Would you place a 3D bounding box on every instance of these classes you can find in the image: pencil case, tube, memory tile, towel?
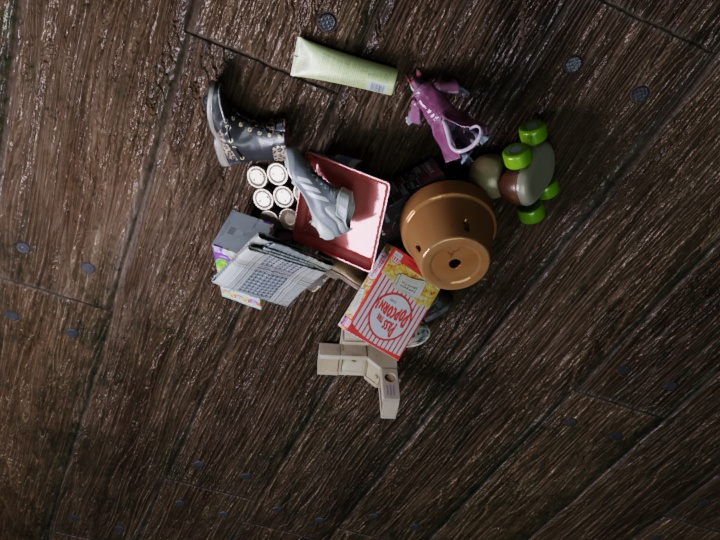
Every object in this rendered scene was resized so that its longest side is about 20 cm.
[{"bbox_3d":[0.105,0.087,1.762,0.077,0.201,0.090,8,129,-19],"label":"pencil case"},{"bbox_3d":[-0.029,-0.382,1.451,0.199,0.058,0.052,13,174,-4],"label":"tube"},{"bbox_3d":[-0.139,-0.162,1.622,0.199,0.017,0.154,-6,111,23],"label":"memory tile"},{"bbox_3d":[-0.182,0.007,1.597,0.192,0.035,0.200,21,139,-29],"label":"towel"}]

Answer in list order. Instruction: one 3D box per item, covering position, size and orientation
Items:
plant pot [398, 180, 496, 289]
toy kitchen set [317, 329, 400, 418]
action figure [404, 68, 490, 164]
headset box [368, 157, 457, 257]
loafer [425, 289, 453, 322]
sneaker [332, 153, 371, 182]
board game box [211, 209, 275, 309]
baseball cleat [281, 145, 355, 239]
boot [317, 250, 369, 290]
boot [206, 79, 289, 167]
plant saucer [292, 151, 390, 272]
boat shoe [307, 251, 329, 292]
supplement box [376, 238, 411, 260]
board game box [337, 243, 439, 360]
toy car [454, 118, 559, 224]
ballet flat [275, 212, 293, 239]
[{"bbox_3d":[0.179,-0.057,1.524,0.198,0.141,0.201,-1,133,-1],"label":"plant pot"},{"bbox_3d":[-0.004,0.245,1.921,0.198,0.181,0.164,3,131,-6],"label":"toy kitchen set"},{"bbox_3d":[0.144,-0.294,1.453,0.134,0.149,0.200,-40,88,22],"label":"action figure"},{"bbox_3d":[0.123,-0.130,1.618,0.199,0.075,0.149,-31,129,4],"label":"headset box"},{"bbox_3d":[0.130,0.099,1.866,0.200,0.073,0.071,-36,117,20],"label":"loafer"},{"bbox_3d":[-0.020,-0.170,1.635,0.077,0.076,0.201,33,147,23],"label":"sneaker"},{"bbox_3d":[-0.251,-0.020,1.701,0.102,0.105,0.201,19,147,10],"label":"board game box"},{"bbox_3d":[-0.073,-0.163,1.510,0.106,0.070,0.201,-20,104,21],"label":"baseball cleat"},{"bbox_3d":[0.000,0.000,1.648,0.199,0.074,0.076,26,98,-6],"label":"boot"},{"bbox_3d":[-0.221,-0.289,1.521,0.149,0.073,0.201,1,136,3],"label":"boot"},{"bbox_3d":[-0.036,-0.122,1.556,0.199,0.037,0.201,23,121,21],"label":"plant saucer"},{"bbox_3d":[-0.076,-0.015,1.767,0.059,0.072,0.200,27,132,-28],"label":"boat shoe"},{"bbox_3d":[0.093,-0.021,1.725,0.199,0.111,0.086,-22,128,21],"label":"supplement box"},{"bbox_3d":[0.067,0.067,1.614,0.151,0.046,0.201,31,89,-29],"label":"board game box"},{"bbox_3d":[0.283,-0.203,1.567,0.199,0.158,0.165,8,136,36],"label":"toy car"},{"bbox_3d":[-0.113,-0.093,1.695,0.199,0.070,0.071,2,155,20],"label":"ballet flat"}]
